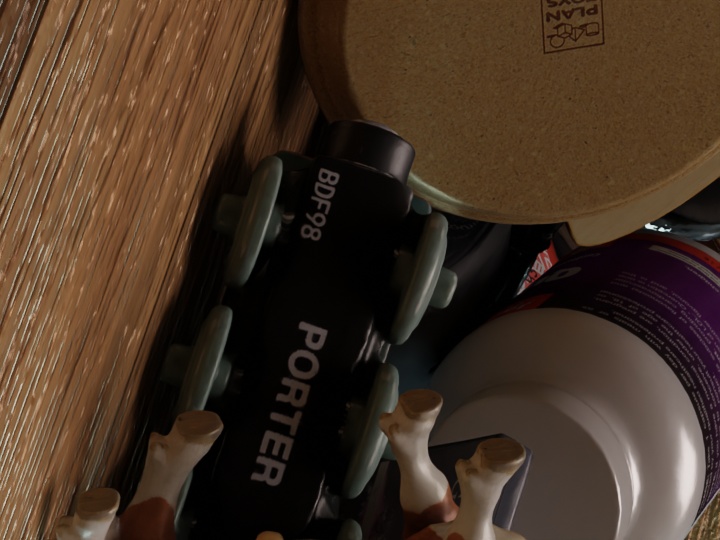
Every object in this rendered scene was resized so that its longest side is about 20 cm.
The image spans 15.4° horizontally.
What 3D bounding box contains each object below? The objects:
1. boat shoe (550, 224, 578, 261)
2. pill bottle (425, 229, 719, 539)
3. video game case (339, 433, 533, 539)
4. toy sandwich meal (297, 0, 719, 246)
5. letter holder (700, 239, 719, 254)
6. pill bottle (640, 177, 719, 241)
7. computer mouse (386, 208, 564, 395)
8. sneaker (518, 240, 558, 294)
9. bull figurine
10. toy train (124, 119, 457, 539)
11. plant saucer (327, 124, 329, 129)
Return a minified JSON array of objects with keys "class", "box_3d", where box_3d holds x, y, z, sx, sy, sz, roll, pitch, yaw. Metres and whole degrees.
[{"class":"boat shoe","box_3d":[0.072,-0.010,1.309,0.073,0.074,0.200,-46,-147,3]},{"class":"pill bottle","box_3d":[0.090,0.057,1.029,0.200,0.112,0.113,-33,140,-65]},{"class":"video game case","box_3d":[-0.023,0.134,0.928,0.200,0.019,0.144,-15,-130,56]},{"class":"toy sandwich meal","box_3d":[0.072,-0.102,0.945,0.070,0.204,0.206,-106,-156,-55]},{"class":"letter holder","box_3d":[0.121,0.038,1.394,0.201,0.141,0.101,-107,-159,-51]},{"class":"pill bottle","box_3d":[0.135,-0.072,1.159,0.200,0.111,0.113,-128,-127,-81]},{"class":"computer mouse","box_3d":[0.027,0.010,1.031,0.200,0.053,0.139,-25,148,-48]},{"class":"sneaker","box_3d":[0.033,-0.042,1.225,0.067,0.108,0.202,-38,-138,18]},{"class":"bull figurine","box_3d":[0.001,0.100,0.785,0.065,0.198,0.122,-110,-167,-63]},{"class":"toy train","box_3d":[-0.029,0.050,0.888,0.114,0.085,0.201,131,-24,-75]},{"class":"plant saucer","box_3d":[0.000,0.000,1.130,0.070,0.019,0.201,60,-22,30]}]
